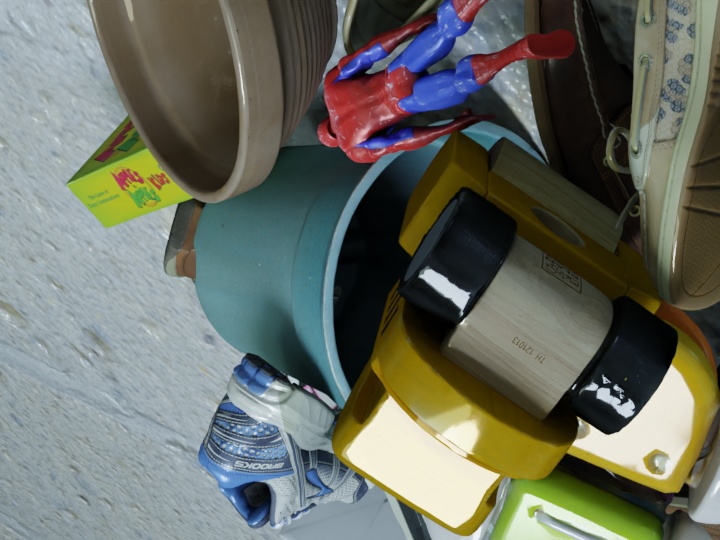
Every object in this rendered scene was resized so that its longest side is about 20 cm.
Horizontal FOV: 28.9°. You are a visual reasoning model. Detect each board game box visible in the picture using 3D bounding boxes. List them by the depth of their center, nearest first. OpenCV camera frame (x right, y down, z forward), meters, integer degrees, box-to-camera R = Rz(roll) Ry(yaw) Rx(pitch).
[{"bbox_3d":[-0.121,-0.095,0.978,0.048,0.102,0.199,48,150,-20],"label":"board game box"}]

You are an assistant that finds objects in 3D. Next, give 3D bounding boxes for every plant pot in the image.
[{"bbox_3d":[-0.077,-0.148,0.781,0.201,0.092,0.203,42,144,40],"label":"plant pot"},{"bbox_3d":[0.000,0.000,0.903,0.195,0.201,0.201,11,142,51],"label":"plant pot"}]

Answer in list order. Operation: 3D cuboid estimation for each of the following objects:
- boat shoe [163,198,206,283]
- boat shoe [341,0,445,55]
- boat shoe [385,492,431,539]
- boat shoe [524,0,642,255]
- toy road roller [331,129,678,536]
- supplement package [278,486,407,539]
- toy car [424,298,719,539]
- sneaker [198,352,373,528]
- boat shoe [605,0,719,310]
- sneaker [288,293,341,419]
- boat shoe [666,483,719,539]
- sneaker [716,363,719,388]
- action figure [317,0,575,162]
[{"bbox_3d":[-0.096,-0.020,1.057,0.073,0.077,0.200,15,177,6],"label":"boat shoe"},{"bbox_3d":[0.037,-0.180,0.718,0.073,0.063,0.201,38,152,0],"label":"boat shoe"},{"bbox_3d":[0.074,0.174,0.897,0.201,0.071,0.068,60,144,28],"label":"boat shoe"},{"bbox_3d":[0.136,-0.072,0.761,0.069,0.071,0.202,-2,132,22],"label":"boat shoe"},{"bbox_3d":[0.059,0.032,0.683,0.122,0.200,0.147,33,111,-5],"label":"toy road roller"},{"bbox_3d":[0.063,0.158,1.019,0.154,0.201,0.111,24,159,23],"label":"supplement package"},{"bbox_3d":[0.143,0.109,0.824,0.173,0.150,0.202,22,109,5],"label":"toy car"},{"bbox_3d":[-0.050,0.120,0.877,0.077,0.086,0.200,31,171,28],"label":"sneaker"},{"bbox_3d":[0.155,-0.085,0.642,0.073,0.203,0.062,3,-172,-40],"label":"boat shoe"},{"bbox_3d":[-0.022,0.087,1.160,0.085,0.081,0.201,16,152,14],"label":"sneaker"},{"bbox_3d":[0.207,0.152,0.937,0.197,0.072,0.069,17,130,4],"label":"boat shoe"},{"bbox_3d":[0.286,0.096,0.823,0.198,0.077,0.115,16,151,43],"label":"sneaker"},{"bbox_3d":[0.034,-0.102,0.737,0.199,0.051,0.066,-22,88,52],"label":"action figure"}]
